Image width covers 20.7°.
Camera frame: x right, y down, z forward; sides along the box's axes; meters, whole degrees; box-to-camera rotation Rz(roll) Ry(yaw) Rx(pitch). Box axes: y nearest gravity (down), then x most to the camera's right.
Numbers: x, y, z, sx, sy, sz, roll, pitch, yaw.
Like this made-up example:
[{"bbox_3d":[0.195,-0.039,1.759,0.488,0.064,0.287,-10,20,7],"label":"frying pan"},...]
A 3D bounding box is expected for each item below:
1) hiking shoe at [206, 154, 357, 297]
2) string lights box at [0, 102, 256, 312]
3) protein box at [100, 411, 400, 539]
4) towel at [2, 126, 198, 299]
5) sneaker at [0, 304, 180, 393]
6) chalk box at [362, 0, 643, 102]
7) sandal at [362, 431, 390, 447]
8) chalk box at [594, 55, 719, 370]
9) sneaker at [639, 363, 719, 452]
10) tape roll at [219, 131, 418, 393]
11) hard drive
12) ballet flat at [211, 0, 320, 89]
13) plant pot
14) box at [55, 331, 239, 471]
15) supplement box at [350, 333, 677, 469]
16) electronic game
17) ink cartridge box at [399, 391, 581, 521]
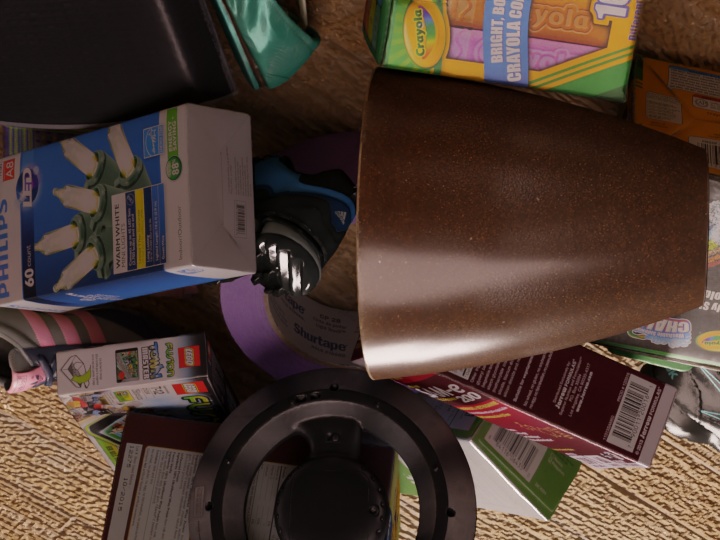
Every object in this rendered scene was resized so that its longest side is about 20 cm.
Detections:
[{"bbox_3d":[-0.078,-0.038,1.318,0.199,0.087,0.075,18,145,43],"label":"hiking shoe"},{"bbox_3d":[-0.156,-0.036,1.279,0.199,0.104,0.059,-11,168,42],"label":"string lights box"},{"bbox_3d":[-0.077,0.211,1.457,0.198,0.136,0.199,8,157,5],"label":"protein box"},{"bbox_3d":[-0.184,-0.058,1.395,0.142,0.023,0.201,4,129,-1],"label":"towel"},{"bbox_3d":[-0.228,0.066,1.459,0.198,0.082,0.071,10,129,-8],"label":"sneaker"},{"bbox_3d":[0.067,-0.185,1.198,0.198,0.125,0.125,7,107,-5],"label":"chalk box"},{"bbox_3d":[-0.026,0.143,1.516,0.076,0.043,0.200,21,152,-22],"label":"sandal"},{"bbox_3d":[0.220,-0.020,1.336,0.124,0.124,0.201,12,131,0],"label":"chalk box"},{"bbox_3d":[0.306,0.114,1.494,0.199,0.076,0.079,29,122,-21],"label":"sneaker"},{"bbox_3d":[0.000,0.000,1.412,0.198,0.066,0.201,1,130,1],"label":"tape roll"},{"bbox_3d":[-0.187,-0.151,1.260,0.198,0.042,0.136,0,127,27],"label":"hard drive"},{"bbox_3d":[-0.082,-0.207,1.252,0.070,0.067,0.201,-33,126,-4],"label":"ballet flat"},{"bbox_3d":[0.107,-0.026,1.179,0.198,0.188,0.188,1,130,7],"label":"plant pot"},{"bbox_3d":[-0.149,0.103,1.461,0.109,0.035,0.200,-8,156,4],"label":"box"},{"bbox_3d":[0.102,0.071,1.339,0.199,0.061,0.109,24,169,-8],"label":"supplement box"},{"bbox_3d":[-0.019,0.165,1.343,0.198,0.202,0.042,-4,163,5],"label":"electronic game"},{"bbox_3d":[0.060,0.126,1.492,0.199,0.060,0.104,2,143,51],"label":"ink cartridge box"}]
